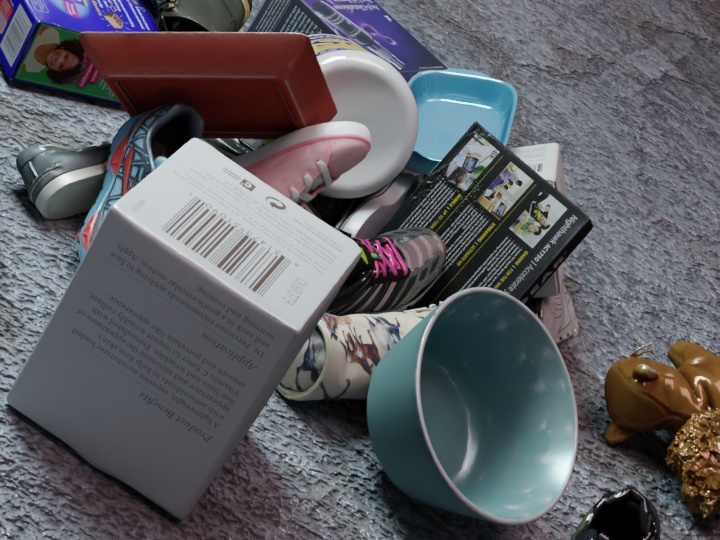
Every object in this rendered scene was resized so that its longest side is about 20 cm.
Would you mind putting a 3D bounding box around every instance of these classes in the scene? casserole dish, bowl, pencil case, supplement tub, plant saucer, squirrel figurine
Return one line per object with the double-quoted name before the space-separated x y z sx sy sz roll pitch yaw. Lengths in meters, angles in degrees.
"casserole dish" 0.099 -0.151 1.877 0.121 0.039 0.200 9 36 6
"bowl" 0.082 0.123 1.506 0.201 0.105 0.201 17 65 -40
"pencil case" 0.008 0.071 1.574 0.200 0.078 0.090 2 84 -44
"supplement tub" -0.031 -0.160 1.791 0.145 0.146 0.200 24 8 -17
"plant saucer" -0.131 -0.158 1.578 0.199 0.037 0.200 1 -14 7
"squirrel figurine" 0.339 0.146 1.762 0.186 0.142 0.200 12 32 -24

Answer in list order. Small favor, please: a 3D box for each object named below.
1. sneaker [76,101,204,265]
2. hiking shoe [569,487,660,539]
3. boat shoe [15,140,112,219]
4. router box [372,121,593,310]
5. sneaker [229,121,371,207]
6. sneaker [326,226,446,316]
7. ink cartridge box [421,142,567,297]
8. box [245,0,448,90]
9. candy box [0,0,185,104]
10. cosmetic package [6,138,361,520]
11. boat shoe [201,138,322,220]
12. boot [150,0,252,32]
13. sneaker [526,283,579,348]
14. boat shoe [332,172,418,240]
"sneaker" -0.181 -0.059 1.511 0.079 0.095 0.200 22 61 -31
"hiking shoe" 0.230 0.230 1.542 0.076 0.101 0.200 40 28 11
"boat shoe" -0.227 -0.098 1.609 0.062 0.073 0.200 48 36 17
"router box" 0.101 -0.018 1.697 0.149 0.200 0.051 42 1 14
"sneaker" -0.075 -0.060 1.618 0.075 0.200 0.105 70 2 -68
"sneaker" 0.000 0.000 1.608 0.200 0.087 0.074 -18 68 -26
"ink cartridge box" 0.135 -0.048 1.830 0.146 0.084 0.200 -6 27 13
"box" -0.013 -0.232 2.012 0.200 0.104 0.148 44 29 19
"candy box" -0.275 -0.247 1.786 0.200 0.077 0.169 8 36 -38
"cosmetic package" -0.131 0.042 1.350 0.165 0.200 0.165 34 28 1
"boat shoe" -0.112 -0.092 1.718 0.199 0.075 0.066 28 39 10
"boot" -0.203 -0.291 1.776 0.200 0.077 0.138 31 29 -10
"sneaker" 0.189 0.052 1.817 0.087 0.074 0.200 42 30 -16
"boat shoe" 0.003 -0.056 1.804 0.057 0.069 0.200 19 24 13
